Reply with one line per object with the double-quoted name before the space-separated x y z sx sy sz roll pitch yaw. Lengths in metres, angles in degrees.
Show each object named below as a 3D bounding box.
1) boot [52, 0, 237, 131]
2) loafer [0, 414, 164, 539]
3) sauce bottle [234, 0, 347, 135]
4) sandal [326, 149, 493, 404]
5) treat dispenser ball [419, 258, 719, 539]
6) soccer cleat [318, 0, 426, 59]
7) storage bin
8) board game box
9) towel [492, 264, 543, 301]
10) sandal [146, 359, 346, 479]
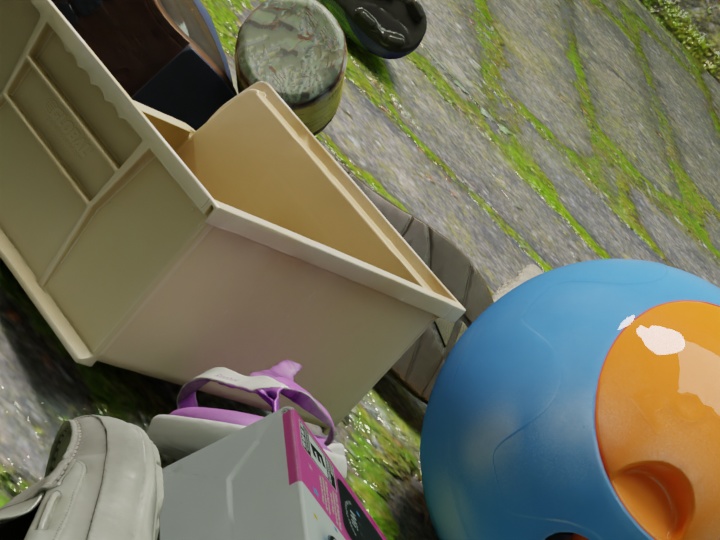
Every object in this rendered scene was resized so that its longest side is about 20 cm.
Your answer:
"boot" -0.136 -0.149 1.197 0.200 0.075 0.097 56 7 -6
"loafer" -0.105 0.098 0.726 0.069 0.070 0.200 11 14 -11
"sauce bottle" -0.041 -0.109 1.240 0.065 0.065 0.200 49 -6 5
"sandal" 0.000 0.000 1.208 0.200 0.082 0.055 39 -18 5
"treat dispenser ball" 0.130 0.095 1.070 0.201 0.201 0.201 42 18 -18
"soccer cleat" -0.034 -0.237 1.648 0.200 0.065 0.084 41 -11 -10
"storage bin" -0.085 -0.034 0.981 0.199 0.094 0.200 50 16 32
"board game box" 0.004 0.170 0.761 0.200 0.064 0.148 58 11 -29
"towel" 0.128 0.066 1.406 0.133 0.034 0.200 48 18 4
"sandal" -0.043 0.061 0.885 0.082 0.050 0.203 10 -6 0
